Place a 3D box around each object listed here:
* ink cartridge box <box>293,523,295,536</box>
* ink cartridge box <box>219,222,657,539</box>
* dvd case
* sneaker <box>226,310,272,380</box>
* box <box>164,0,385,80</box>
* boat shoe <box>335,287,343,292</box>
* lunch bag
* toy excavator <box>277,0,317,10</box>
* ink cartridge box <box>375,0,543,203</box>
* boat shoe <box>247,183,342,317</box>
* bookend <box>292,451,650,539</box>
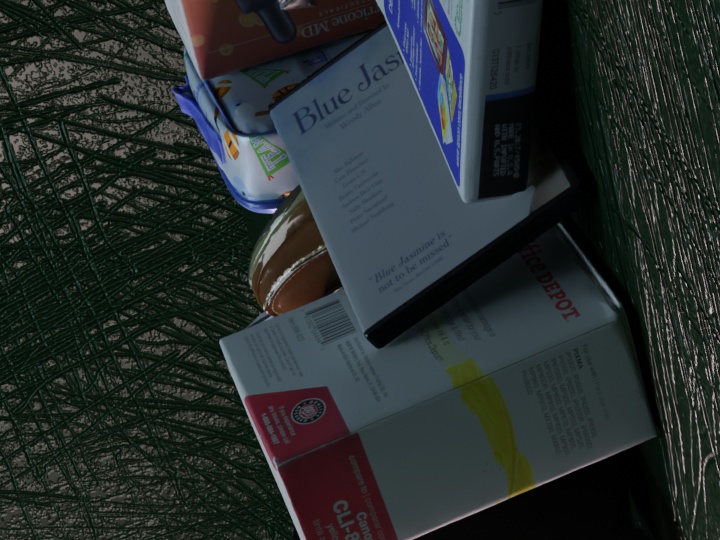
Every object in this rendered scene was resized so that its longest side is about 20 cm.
[{"bbox_3d":[0.033,0.155,1.692,0.200,0.159,0.047,-68,-31,-46],"label":"ink cartridge box"},{"bbox_3d":[0.041,0.063,1.532,0.145,0.199,0.084,-119,7,-61],"label":"ink cartridge box"},{"bbox_3d":[0.034,-0.066,1.551,0.018,0.142,0.200,43,-164,-42],"label":"dvd case"},{"bbox_3d":[0.009,0.007,2.003,0.202,0.146,0.077,-26,101,44],"label":"sneaker"},{"bbox_3d":[-0.065,-0.249,1.836,0.106,0.152,0.201,-117,11,-54],"label":"box"},{"bbox_3d":[0.000,0.000,1.806,0.063,0.073,0.200,37,172,0],"label":"boat shoe"},{"bbox_3d":[-0.035,-0.110,1.870,0.200,0.160,0.076,-122,18,-61],"label":"lunch bag"},{"bbox_3d":[-0.017,-0.280,1.665,0.195,0.099,0.201,89,172,-64],"label":"toy excavator"},{"bbox_3d":[0.046,-0.173,1.477,0.198,0.047,0.200,90,166,-45],"label":"ink cartridge box"},{"bbox_3d":[0.017,-0.032,1.626,0.076,0.200,0.074,8,-133,-52],"label":"boat shoe"},{"bbox_3d":[0.071,0.114,1.633,0.092,0.198,0.201,78,-168,-45],"label":"bookend"}]
